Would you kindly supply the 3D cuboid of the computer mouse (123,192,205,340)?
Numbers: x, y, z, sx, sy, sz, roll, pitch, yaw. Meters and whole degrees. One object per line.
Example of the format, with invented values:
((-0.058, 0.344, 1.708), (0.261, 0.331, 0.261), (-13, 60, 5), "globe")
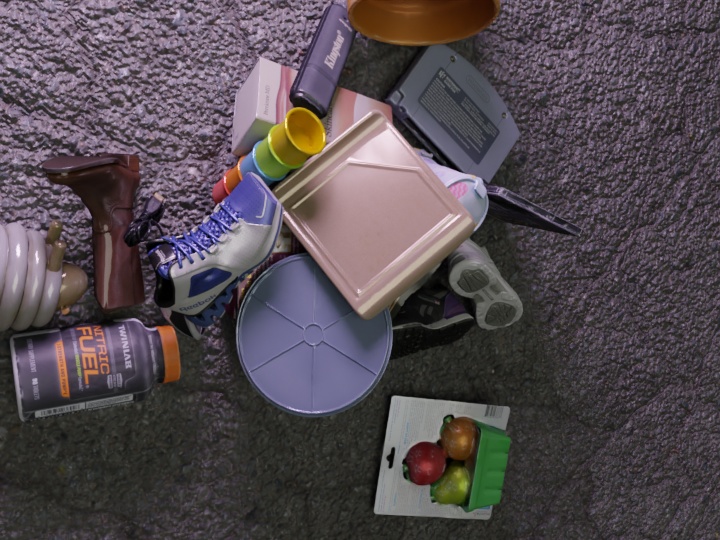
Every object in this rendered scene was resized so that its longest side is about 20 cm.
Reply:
((-0.247, 0.007, 1.096), (0.043, 0.110, 0.203), (-11, 122, 6), "computer mouse")

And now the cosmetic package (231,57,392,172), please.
((-0.061, -0.185, 1.126), (0.197, 0.087, 0.105), (13, 59, -26), "cosmetic package")

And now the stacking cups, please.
((-0.123, -0.126, 1.063), (0.060, 0.199, 0.062), (20, 57, -33), "stacking cups")

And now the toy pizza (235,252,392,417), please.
((-0.057, 0.080, 1.076), (0.196, 0.032, 0.205), (0, 86, 3), "toy pizza")

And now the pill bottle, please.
((-0.326, 0.118, 1.073), (0.196, 0.106, 0.109), (-8, 103, -23), "pill bottle")

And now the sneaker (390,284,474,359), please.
((0.071, 0.067, 1.240), (0.198, 0.088, 0.076), (-5, 143, -46), "sneaker")

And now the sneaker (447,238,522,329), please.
((0.187, 0.012, 1.301), (0.077, 0.101, 0.201), (-23, 137, 15), "sneaker")

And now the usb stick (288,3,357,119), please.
((-0.045, -0.272, 1.108), (0.055, 0.033, 0.202), (30, 49, -17), "usb stick")

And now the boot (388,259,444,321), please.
((0.000, 0.000, 1.116), (0.138, 0.077, 0.201), (42, 84, -11), "boot")

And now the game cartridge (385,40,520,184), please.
((0.139, -0.226, 1.246), (0.200, 0.041, 0.134), (42, 69, -21), "game cartridge")

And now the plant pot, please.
((0.080, -0.419, 1.119), (0.196, 0.199, 0.187), (3, 82, -24), "plant pot")

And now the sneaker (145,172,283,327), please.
((-0.181, -0.022, 1.008), (0.114, 0.081, 0.201), (15, 114, -53), "sneaker")

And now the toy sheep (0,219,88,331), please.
((-0.416, 0.004, 0.998), (0.197, 0.137, 0.141), (12, 95, -29), "toy sheep")

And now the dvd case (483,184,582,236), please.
((0.198, -0.091, 1.218), (0.147, 0.199, 0.016), (23, 90, -26), "dvd case")

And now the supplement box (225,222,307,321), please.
((-0.087, -0.011, 1.158), (0.196, 0.103, 0.134), (-1, 101, -25), "supplement box")

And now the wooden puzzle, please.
((0.014, -0.070, 1.063), (0.184, 0.037, 0.201), (-38, 81, -7), "wooden puzzle")

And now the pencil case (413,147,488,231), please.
((0.096, -0.109, 1.173), (0.090, 0.200, 0.084), (-33, 118, -7), "pencil case")

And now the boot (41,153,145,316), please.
((-0.310, -0.034, 1.025), (0.063, 0.186, 0.204), (6, 100, 16), "boot")

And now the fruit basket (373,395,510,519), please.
((0.125, 0.290, 1.333), (0.196, 0.094, 0.189), (7, 97, -9), "fruit basket")
